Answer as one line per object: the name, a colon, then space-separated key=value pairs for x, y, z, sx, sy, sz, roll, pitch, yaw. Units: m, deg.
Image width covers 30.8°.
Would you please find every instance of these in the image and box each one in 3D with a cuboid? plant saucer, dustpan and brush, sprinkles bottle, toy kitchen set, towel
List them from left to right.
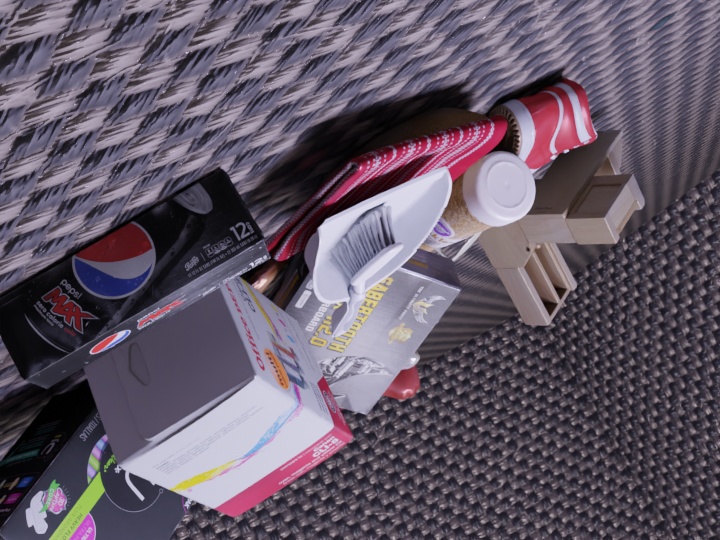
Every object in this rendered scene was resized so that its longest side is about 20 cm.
dustpan and brush: x=0.000 y=0.000 z=1.109 sx=0.139 sy=0.058 sz=0.200 roll=-26 pitch=168 yaw=-29
towel: x=0.025 y=-0.070 z=1.086 sx=0.199 sy=0.023 sz=0.145 roll=-21 pitch=165 yaw=-46
plant saucer: x=0.031 y=-0.091 z=1.171 sx=0.199 sy=0.036 sz=0.200 roll=-31 pitch=171 yaw=-6
sprinkles bottle: x=0.097 y=-0.064 z=1.311 sx=0.068 sy=0.069 sz=0.200 roll=-27 pitch=-178 yaw=-26
toy kitchen set: x=0.282 y=-0.052 z=1.614 sx=0.199 sy=0.181 sz=0.163 roll=0 pitch=-138 yaw=45

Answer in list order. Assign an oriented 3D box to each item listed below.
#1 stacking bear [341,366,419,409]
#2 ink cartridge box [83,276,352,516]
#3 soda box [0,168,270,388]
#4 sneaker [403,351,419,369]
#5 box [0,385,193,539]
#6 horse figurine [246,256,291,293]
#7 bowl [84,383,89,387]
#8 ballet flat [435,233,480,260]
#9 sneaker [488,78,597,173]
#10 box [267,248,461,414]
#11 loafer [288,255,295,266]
stacking bear: x=0.016 y=0.060 z=1.564 sx=0.120 sy=0.114 sz=0.201 roll=-9 pitch=144 yaw=-13
ink cartridge box: x=-0.128 y=0.103 z=1.152 sx=0.144 sy=0.146 sz=0.200 roll=-33 pitch=149 yaw=9
soda box: x=-0.167 y=0.008 z=0.960 sx=0.199 sy=0.064 sz=0.071 roll=-31 pitch=171 yaw=-5
sneaker: x=0.052 y=0.020 z=1.438 sx=0.081 sy=0.087 sz=0.202 roll=5 pitch=101 yaw=-83
box: x=-0.273 y=0.230 z=1.252 sx=0.124 sy=0.149 sz=0.201 roll=-17 pitch=-151 yaw=42
horse figurine: x=-0.162 y=0.056 z=1.277 sx=0.199 sy=0.050 sz=0.133 roll=-22 pitch=164 yaw=-38
bowl: x=-0.221 y=0.113 z=1.429 sx=0.199 sy=0.040 sz=0.201 roll=-30 pitch=171 yaw=-5
ballet flat: x=0.081 y=-0.030 z=1.572 sx=0.199 sy=0.070 sz=0.069 roll=-33 pitch=171 yaw=14
sneaker: x=0.171 y=-0.126 z=1.333 sx=0.112 sy=0.072 sz=0.200 roll=-25 pitch=167 yaw=-19
box: x=-0.016 y=0.051 z=1.327 sx=0.157 sy=0.049 sz=0.201 roll=18 pitch=126 yaw=-25
loafer: x=-0.026 y=0.014 z=1.414 sx=0.063 sy=0.072 sz=0.200 roll=-43 pitch=161 yaw=-6
